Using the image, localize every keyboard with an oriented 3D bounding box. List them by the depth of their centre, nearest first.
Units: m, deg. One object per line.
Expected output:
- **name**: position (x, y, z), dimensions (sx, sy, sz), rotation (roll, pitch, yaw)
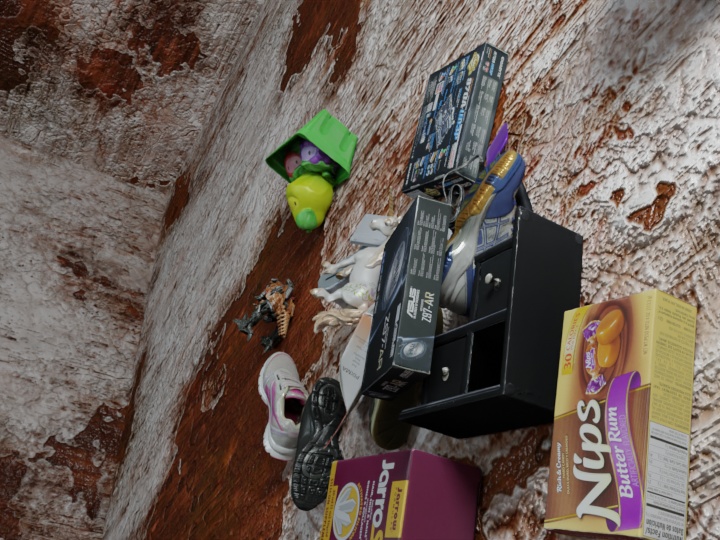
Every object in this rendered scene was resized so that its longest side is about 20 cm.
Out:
- **keyboard**: position (0.058, -0.054, 1.172), dimensions (0.198, 0.011, 0.057), rotation (12, 60, 49)

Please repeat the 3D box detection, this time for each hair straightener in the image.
- **hair straightener**: position (0.128, -0.060, 1.017), dimensions (0.041, 0.075, 0.205), rotation (140, 143, -69)

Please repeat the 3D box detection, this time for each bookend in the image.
- **bookend**: position (0.142, 0.067, 0.873), dimensions (0.198, 0.091, 0.204), rotation (-30, 45, 57)

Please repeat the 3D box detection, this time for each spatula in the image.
- **spatula**: position (0.190, -0.120, 0.998), dimensions (0.202, 0.020, 0.057), rotation (-101, 32, -48)

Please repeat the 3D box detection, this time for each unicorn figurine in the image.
- **unicorn figurine**: position (0.000, 0.000, 1.135), dimensions (0.135, 0.074, 0.204), rotation (-14, 56, 34)

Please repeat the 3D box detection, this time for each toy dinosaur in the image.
- **toy dinosaur**: position (-0.179, 0.083, 1.593), dimensions (0.136, 0.102, 0.200), rotation (-50, 4, 6)

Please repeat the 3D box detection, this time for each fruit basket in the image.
- **fruit basket**: position (-0.108, -0.191, 1.590), dimensions (0.216, 0.155, 0.217), rotation (-47, 18, 20)

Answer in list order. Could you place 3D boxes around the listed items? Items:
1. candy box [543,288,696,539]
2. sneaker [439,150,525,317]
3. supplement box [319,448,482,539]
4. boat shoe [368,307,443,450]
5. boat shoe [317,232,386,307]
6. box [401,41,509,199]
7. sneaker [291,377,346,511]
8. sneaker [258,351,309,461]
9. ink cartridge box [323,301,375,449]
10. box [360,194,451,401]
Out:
- **candy box**: position (0.224, 0.129, 0.686), dimensions (0.116, 0.056, 0.204), rotation (-24, 50, 60)
- **sneaker**: position (0.154, -0.040, 0.944), dimensions (0.203, 0.087, 0.075), rotation (-63, 7, 9)
- **supplement box**: position (0.040, 0.290, 0.915), dimensions (0.199, 0.102, 0.134), rotation (-30, 44, 56)
- **boat shoe**: position (0.051, 0.132, 1.050), dimensions (0.066, 0.071, 0.205), rotation (1, 72, 66)
- **boat shoe**: position (0.026, -0.004, 1.223), dimensions (0.197, 0.067, 0.075), rotation (-24, 41, 31)
- **box**: position (0.136, -0.213, 1.160), dimensions (0.158, 0.045, 0.205), rotation (-12, 62, 64)
- **sneaker**: position (-0.068, 0.274, 1.229), dimensions (0.091, 0.074, 0.204), rotation (129, 158, -58)
- **sneaker**: position (-0.123, 0.222, 1.376), dimensions (0.088, 0.080, 0.203), rotation (-50, 39, 37)
- **ink cartridge box**: position (-0.001, 0.130, 1.109), dimensions (0.202, 0.050, 0.162), rotation (-60, -7, 18)
- **box**: position (0.052, 0.038, 0.932), dimensions (0.160, 0.043, 0.205), rotation (124, 157, -68)
